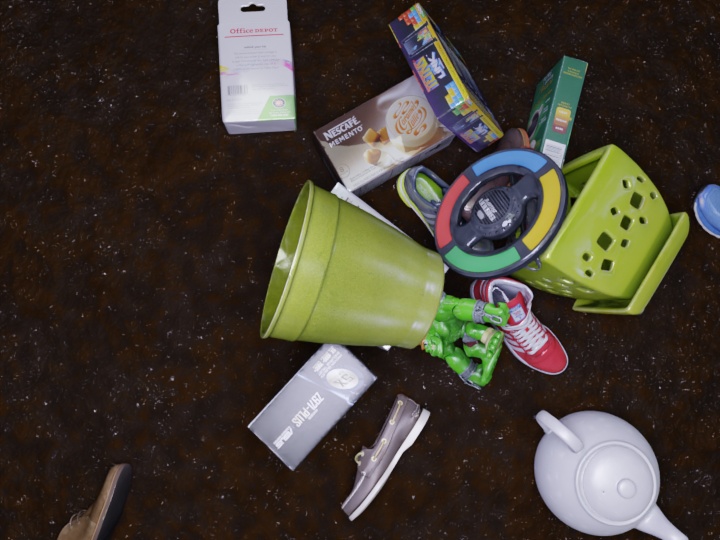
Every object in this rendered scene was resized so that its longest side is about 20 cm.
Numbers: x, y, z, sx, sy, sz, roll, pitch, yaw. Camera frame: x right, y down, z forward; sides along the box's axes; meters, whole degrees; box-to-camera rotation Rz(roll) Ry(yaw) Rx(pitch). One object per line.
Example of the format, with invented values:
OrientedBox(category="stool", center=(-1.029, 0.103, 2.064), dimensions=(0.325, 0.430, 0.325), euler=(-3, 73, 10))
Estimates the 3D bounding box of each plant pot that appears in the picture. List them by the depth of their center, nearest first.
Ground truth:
OrientedBox(category="plant pot", center=(-0.005, 0.013, 0.811), dimensions=(0.192, 0.200, 0.201), euler=(18, 84, -13))
OrientedBox(category="plant pot", center=(0.355, -0.042, 0.975), dimensions=(0.181, 0.199, 0.200), euler=(34, 84, -5))

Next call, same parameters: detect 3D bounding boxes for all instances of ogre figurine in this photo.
OrientedBox(category="ogre figurine", center=(0.153, 0.099, 0.970), dimensions=(0.119, 0.200, 0.098), euler=(24, 76, 19))

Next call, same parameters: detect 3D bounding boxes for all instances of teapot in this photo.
OrientedBox(category="teapot", center=(0.363, 0.306, 0.966), dimensions=(0.199, 0.146, 0.199), euler=(-1, 85, -2))

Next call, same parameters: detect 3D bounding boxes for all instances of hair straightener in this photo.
OrientedBox(category="hair straightener", center=(0.233, -0.081, 0.924), dimensions=(0.041, 0.077, 0.201), euler=(12, 57, -17))

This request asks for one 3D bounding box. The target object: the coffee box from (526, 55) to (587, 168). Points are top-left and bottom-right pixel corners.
OrientedBox(category="coffee box", center=(0.297, -0.221, 1.021), dimensions=(0.044, 0.123, 0.201), euler=(15, 83, -2))

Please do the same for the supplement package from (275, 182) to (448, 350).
OrientedBox(category="supplement package", center=(0.000, 0.000, 0.972), dimensions=(0.200, 0.152, 0.151), euler=(37, 84, 1))

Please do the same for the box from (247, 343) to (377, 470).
OrientedBox(category="box", center=(-0.065, 0.180, 0.928), dimensions=(0.086, 0.200, 0.164), euler=(43, 84, 2))

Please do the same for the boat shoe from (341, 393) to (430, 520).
OrientedBox(category="boat shoe", center=(0.028, 0.285, 0.991), dimensions=(0.059, 0.072, 0.200), euler=(35, 81, 7))

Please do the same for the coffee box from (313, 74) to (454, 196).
OrientedBox(category="coffee box", center=(0.037, -0.211, 1.028), dimensions=(0.199, 0.080, 0.115), euler=(-30, 87, -5))

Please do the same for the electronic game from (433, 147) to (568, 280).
OrientedBox(category="electronic game", center=(0.187, -0.080, 0.883), dimensions=(0.042, 0.200, 0.201), euler=(34, 82, -43))

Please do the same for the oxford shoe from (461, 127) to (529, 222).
OrientedBox(category="oxford shoe", center=(0.207, -0.155, 1.003), dimensions=(0.072, 0.071, 0.201), euler=(32, 62, -15))

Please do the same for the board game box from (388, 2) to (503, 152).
OrientedBox(category="board game box", center=(0.133, -0.280, 0.966), dimensions=(0.057, 0.200, 0.166), euler=(-29, 74, 21))

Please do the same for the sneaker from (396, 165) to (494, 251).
OrientedBox(category="sneaker", center=(0.136, -0.087, 1.021), dimensions=(0.200, 0.081, 0.074), euler=(44, 85, 2))

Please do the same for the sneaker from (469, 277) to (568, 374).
OrientedBox(category="sneaker", center=(0.254, 0.086, 0.996), dimensions=(0.200, 0.112, 0.071), euler=(45, 85, 2))

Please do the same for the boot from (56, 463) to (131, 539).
OrientedBox(category="boot", center=(-0.406, 0.378, 0.964), dimensions=(0.075, 0.074, 0.201), euler=(21, 86, 9))

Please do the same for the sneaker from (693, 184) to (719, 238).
OrientedBox(category="sneaker", center=(0.633, -0.073, 1.040), dimensions=(0.200, 0.089, 0.079), euler=(39, 83, 1))

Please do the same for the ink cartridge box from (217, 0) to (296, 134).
OrientedBox(category="ink cartridge box", center=(-0.165, -0.329, 1.035), dimensions=(0.116, 0.067, 0.201), euler=(-3, 86, -2))
